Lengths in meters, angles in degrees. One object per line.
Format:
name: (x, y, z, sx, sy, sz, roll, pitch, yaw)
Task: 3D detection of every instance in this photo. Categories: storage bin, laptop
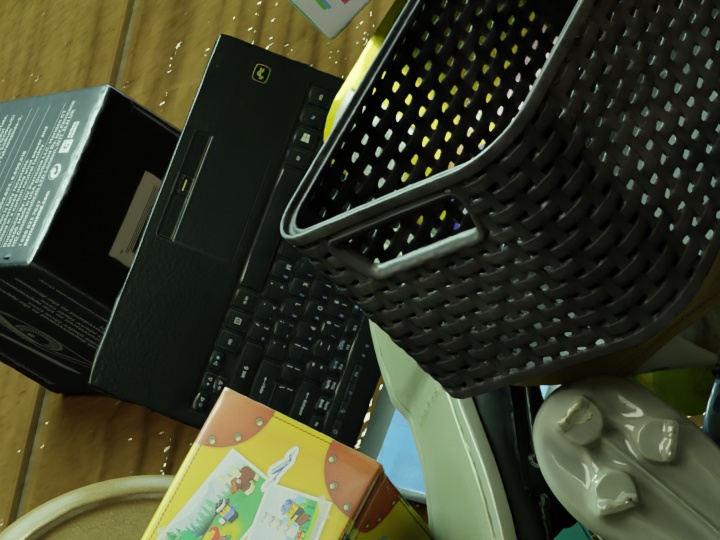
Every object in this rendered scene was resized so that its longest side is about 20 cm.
storage bin: (0.076, -0.066, 1.008, 0.135, 0.094, 0.200, -21, 31, 50)
laptop: (0.000, 0.000, 1.248, 0.103, 0.199, 0.178, 118, 173, -81)

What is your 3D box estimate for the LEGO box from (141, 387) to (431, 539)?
LEGO box: (-0.050, 0.169, 1.101, 0.077, 0.149, 0.201, 24, 77, 21)

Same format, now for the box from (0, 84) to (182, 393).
box: (-0.148, -0.012, 1.479, 0.199, 0.148, 0.105, -2, 61, 53)

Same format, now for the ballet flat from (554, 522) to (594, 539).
ballet flat: (0.077, 0.149, 1.112, 0.070, 0.069, 0.200, -51, 33, 9)

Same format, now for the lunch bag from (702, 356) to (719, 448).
lunch bag: (0.224, 0.034, 0.989, 0.161, 0.082, 0.200, -55, 32, -2)

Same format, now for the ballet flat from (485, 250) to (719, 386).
ballet flat: (0.129, 0.001, 1.005, 0.200, 0.063, 0.069, -35, 20, 30)

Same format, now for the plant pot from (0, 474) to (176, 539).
plant pot: (-0.093, 0.169, 1.227, 0.028, 0.199, 0.201, 91, -175, -54)

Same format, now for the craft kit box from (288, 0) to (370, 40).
craft kit box: (0.048, -0.192, 1.199, 0.198, 0.048, 0.200, -48, 5, 12)

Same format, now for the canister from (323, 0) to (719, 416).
canister: (0.096, -0.054, 1.163, 0.200, 0.086, 0.149, 35, 93, 34)

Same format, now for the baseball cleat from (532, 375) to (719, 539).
baseball cleat: (0.145, 0.111, 1.001, 0.070, 0.106, 0.200, -43, 77, 2)

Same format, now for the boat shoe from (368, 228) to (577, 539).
boat shoe: (0.058, 0.073, 1.078, 0.075, 0.066, 0.200, 115, 143, -53)
